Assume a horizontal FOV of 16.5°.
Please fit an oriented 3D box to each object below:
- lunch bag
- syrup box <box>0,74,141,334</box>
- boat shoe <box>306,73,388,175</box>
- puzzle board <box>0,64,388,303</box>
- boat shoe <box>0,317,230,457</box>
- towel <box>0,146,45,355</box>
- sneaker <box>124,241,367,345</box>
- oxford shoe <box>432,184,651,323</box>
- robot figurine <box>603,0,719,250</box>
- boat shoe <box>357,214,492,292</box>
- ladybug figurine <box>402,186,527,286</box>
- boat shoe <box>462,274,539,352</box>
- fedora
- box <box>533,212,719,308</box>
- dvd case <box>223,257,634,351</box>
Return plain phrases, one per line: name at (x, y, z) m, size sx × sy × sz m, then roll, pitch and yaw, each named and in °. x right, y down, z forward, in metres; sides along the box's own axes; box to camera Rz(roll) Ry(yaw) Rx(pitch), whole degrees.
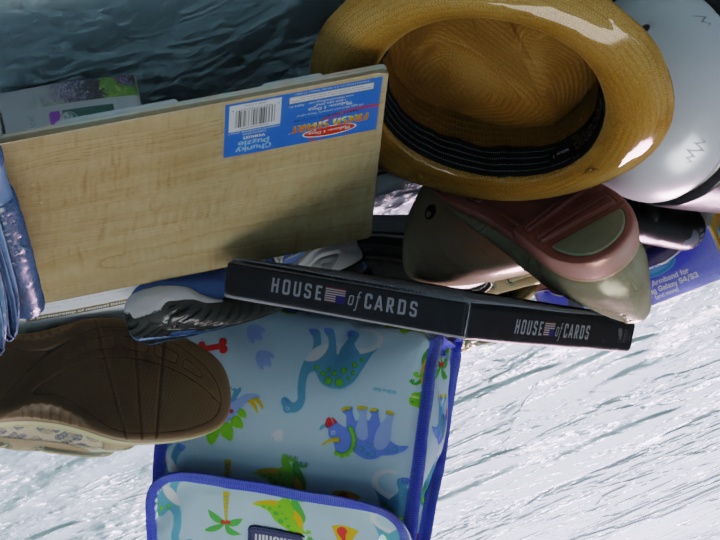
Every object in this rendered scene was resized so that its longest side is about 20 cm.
lunch bag at (-0.038, 0.124, 1.519) m, size 0.170 × 0.200 × 0.127 m, roll 9°, pitch -179°, yaw 11°
syrup box at (-0.160, -0.025, 1.387) m, size 0.081 × 0.079 × 0.200 m, roll -9°, pitch 158°, yaw -14°
boat shoe at (-0.022, -0.080, 1.374) m, size 0.200 × 0.073 × 0.065 m, roll -15°, pitch -174°, yaw -21°
puzzle board at (-0.087, -0.044, 1.272) m, size 0.200 × 0.017 × 0.151 m, roll -12°, pitch 149°, yaw -11°
boat shoe at (-0.174, 0.068, 1.416) m, size 0.200 × 0.073 × 0.063 m, roll 5°, pitch 159°, yaw -18°
towel at (-0.217, -0.049, 1.200) m, size 0.049 × 0.112 × 0.200 m, roll -46°, pitch 150°, yaw -25°
sneaker at (-0.073, -0.010, 1.411) m, size 0.076 × 0.077 × 0.200 m, roll -12°, pitch -172°, yaw 31°
oxford shoe at (0.093, -0.030, 1.399) m, size 0.071 × 0.200 × 0.074 m, roll -34°, pitch 130°, yaw -7°
robot figurine at (0.201, -0.094, 1.404) m, size 0.200 × 0.150 × 0.125 m, roll 4°, pitch 169°, yaw -42°
boat shoe at (0.000, 0.000, 1.551) m, size 0.200 × 0.057 × 0.069 m, roll 7°, pitch 149°, yaw -26°
ladybug figurine at (0.117, -0.045, 1.504) m, size 0.200 × 0.072 × 0.136 m, roll -16°, pitch -172°, yaw -15°
boat shoe at (0.082, 0.020, 1.687) m, size 0.073 × 0.063 × 0.201 m, roll -6°, pitch 157°, yaw -23°
fedora at (0.070, -0.115, 1.282) m, size 0.200 × 0.082 × 0.201 m, roll 5°, pitch 148°, yaw 3°
box at (0.181, -0.011, 1.577) m, size 0.119 × 0.042 × 0.200 m, roll -22°, pitch -169°, yaw 19°
dvd case at (0.041, 0.020, 1.359) m, size 0.150 × 0.025 × 0.200 m, roll 9°, pitch -178°, yaw 31°
